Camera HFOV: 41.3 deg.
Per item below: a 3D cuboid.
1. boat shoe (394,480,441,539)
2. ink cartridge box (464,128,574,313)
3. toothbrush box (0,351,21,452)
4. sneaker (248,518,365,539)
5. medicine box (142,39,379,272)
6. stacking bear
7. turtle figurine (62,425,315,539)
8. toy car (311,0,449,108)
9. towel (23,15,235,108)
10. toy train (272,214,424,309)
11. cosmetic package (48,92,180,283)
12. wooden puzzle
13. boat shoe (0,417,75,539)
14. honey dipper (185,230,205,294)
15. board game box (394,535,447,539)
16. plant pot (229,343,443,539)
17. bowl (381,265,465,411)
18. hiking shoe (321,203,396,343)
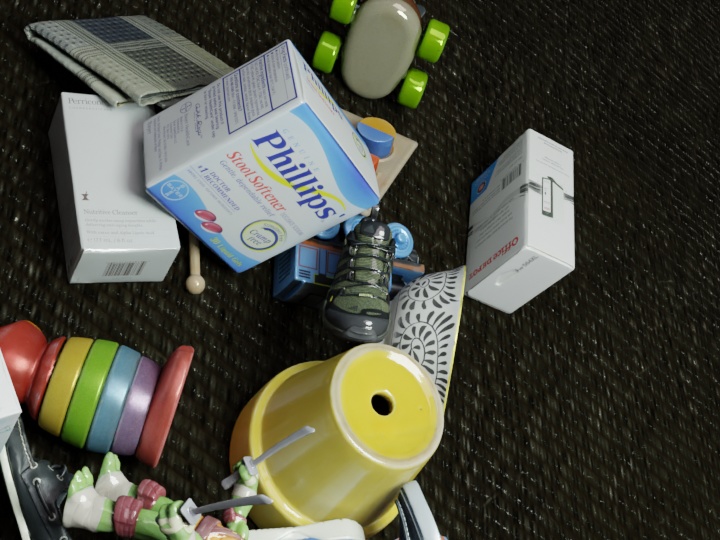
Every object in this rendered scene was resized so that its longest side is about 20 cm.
[{"bbox_3d":[0.044,0.304,0.885,0.090,0.071,0.203,-16,70,0],"label":"boat shoe"},{"bbox_3d":[0.217,-0.065,1.303,0.083,0.146,0.202,22,54,-20],"label":"ink cartridge box"},{"bbox_3d":[-0.377,0.134,0.786,0.145,0.200,0.086,-14,69,-37],"label":"toothbrush box"},{"bbox_3d":[-0.082,0.310,0.902,0.197,0.077,0.112,-6,46,-13],"label":"sneaker"},{"bbox_3d":[-0.108,-0.118,1.053,0.182,0.198,0.104,47,23,-47],"label":"medicine box"},{"bbox_3d":[-0.277,0.110,0.927,0.197,0.122,0.115,19,63,-9],"label":"stacking bear"},{"bbox_3d":[-0.147,0.193,0.838,0.191,0.202,0.145,15,36,8],"label":"turtle figurine"},{"bbox_3d":[0.038,-0.358,1.382,0.162,0.159,0.201,21,41,-6],"label":"toy car"},{"bbox_3d":[-0.264,-0.249,1.140,0.199,0.035,0.192,33,31,22],"label":"towel"},{"bbox_3d":[-0.015,-0.006,1.172,0.198,0.086,0.116,13,65,-27],"label":"toy train"},{"bbox_3d":[-0.276,-0.092,1.062,0.111,0.081,0.203,-2,64,-31],"label":"cosmetic package"},{"bbox_3d":[-0.035,-0.165,1.224,0.183,0.047,0.200,25,40,9],"label":"wooden puzzle"},{"bbox_3d":[-0.283,0.210,0.868,0.065,0.075,0.202,-16,76,-19],"label":"boat shoe"},{"bbox_3d":[-0.197,-0.065,1.128,0.037,0.038,0.203,6,63,-28],"label":"honey dipper"},{"bbox_3d":[0.088,0.380,1.024,0.157,0.039,0.201,-26,77,-39],"label":"board game box"},{"bbox_3d":[-0.014,0.172,0.993,0.198,0.189,0.203,15,55,-22],"label":"plant pot"},{"bbox_3d":[0.063,0.087,1.118,0.093,0.202,0.203,10,53,5],"label":"bowl"},{"bbox_3d":[0.000,0.000,1.024,0.074,0.102,0.201,6,26,-3],"label":"hiking shoe"}]
